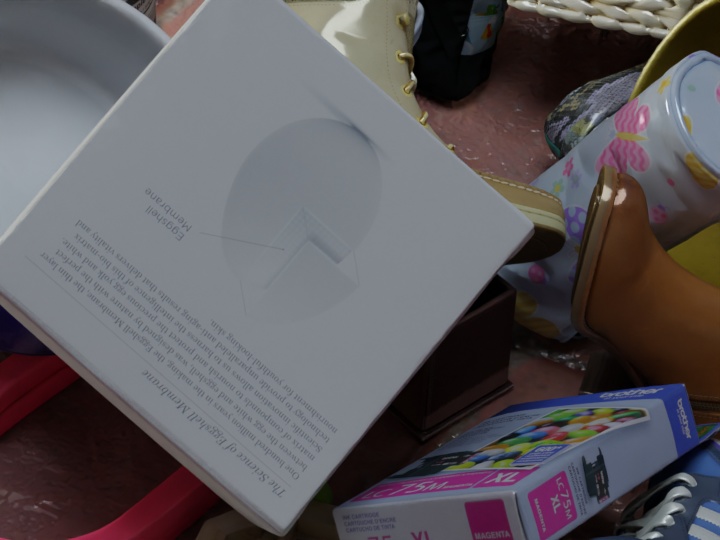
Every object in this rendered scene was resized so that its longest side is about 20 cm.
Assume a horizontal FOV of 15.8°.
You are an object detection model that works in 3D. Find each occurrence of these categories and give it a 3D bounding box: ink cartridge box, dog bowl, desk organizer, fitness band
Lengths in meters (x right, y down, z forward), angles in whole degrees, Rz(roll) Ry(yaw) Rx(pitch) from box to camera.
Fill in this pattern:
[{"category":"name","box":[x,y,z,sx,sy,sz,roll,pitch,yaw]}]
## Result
[{"category":"ink cartridge box","box":[0.091,0.101,1.339,0.119,0.042,0.200,-10,8,40]},{"category":"dog bowl","box":[-0.176,-0.058,1.434,0.199,0.079,0.201,14,60,-27]},{"category":"desk organizer","box":[0.000,0.000,1.503,0.071,0.077,0.200,-28,51,-30]},{"category":"fitness band","box":[-0.148,0.099,1.421,0.143,0.038,0.200,32,51,24]}]

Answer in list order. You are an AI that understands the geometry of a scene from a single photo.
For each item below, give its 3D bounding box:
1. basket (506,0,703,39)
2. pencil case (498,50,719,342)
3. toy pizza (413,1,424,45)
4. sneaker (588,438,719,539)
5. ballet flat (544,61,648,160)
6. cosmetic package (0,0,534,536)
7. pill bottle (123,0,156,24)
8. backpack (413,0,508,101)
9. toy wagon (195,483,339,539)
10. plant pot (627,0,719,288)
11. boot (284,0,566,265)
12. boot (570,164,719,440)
[{"category":"basket","box":[0.184,-0.223,1.668,0.135,0.124,0.200,13,15,18]},{"category":"pencil case","box":[0.151,-0.038,1.464,0.083,0.200,0.091,8,57,-32]},{"category":"toy pizza","box":[-0.052,-0.117,1.578,0.199,0.032,0.200,-28,18,10]},{"category":"sneaker","box":[0.139,0.144,1.312,0.146,0.081,0.201,26,41,-28]},{"category":"ballet flat","box":[0.195,-0.116,1.650,0.200,0.072,0.072,-25,49,-29]},{"category":"cosmetic package","box":[-0.058,-0.007,1.310,0.199,0.123,0.200,41,81,-5]},{"category":"pill bottle","box":[-0.181,-0.159,1.573,0.115,0.201,0.116,1,42,-1]},{"category":"backpack","box":[0.041,-0.240,1.675,0.163,0.201,0.154,26,46,24]},{"category":"toy wagon","box":[0.003,0.183,1.335,0.199,0.040,0.156,14,44,10]},{"category":"plant pot","box":[0.258,-0.050,1.511,0.141,0.200,0.201,14,36,-28]},{"category":"boot","box":[0.027,-0.091,1.452,0.199,0.073,0.156,12,63,1]},{"category":"boot","box":[0.194,0.026,1.394,0.154,0.201,0.074,5,46,13]}]
